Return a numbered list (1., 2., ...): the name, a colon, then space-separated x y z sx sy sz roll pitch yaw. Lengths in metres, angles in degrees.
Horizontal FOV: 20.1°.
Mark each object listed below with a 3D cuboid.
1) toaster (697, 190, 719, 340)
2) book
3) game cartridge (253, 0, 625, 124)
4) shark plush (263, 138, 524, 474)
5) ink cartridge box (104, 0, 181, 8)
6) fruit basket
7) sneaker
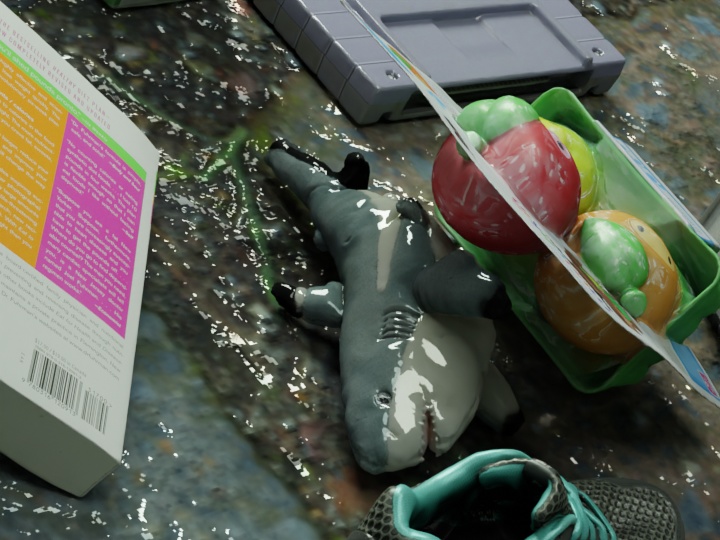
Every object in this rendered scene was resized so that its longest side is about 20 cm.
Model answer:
1. toaster: 0.267 0.017 1.003 0.200 0.119 0.181 8 39 -26
2. book: -0.142 -0.020 0.810 0.134 0.048 0.200 38 29 -26
3. game cartridge: 0.041 -0.141 1.121 0.200 0.038 0.130 -12 56 -42
4. shark plush: 0.000 0.000 0.893 0.083 0.091 0.200 -22 59 -10
5. ink cartridge box: -0.135 -0.254 1.046 0.083 0.147 0.200 -17 54 -44
6. fruit basket: 0.087 -0.030 0.902 0.185 0.094 0.200 53 5 31
7. sneaker: 0.064 0.107 0.777 0.200 0.091 0.078 -11 52 -42
